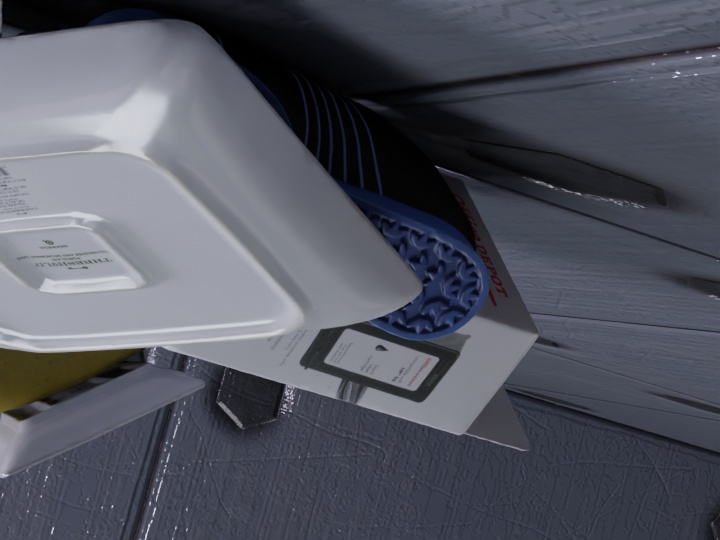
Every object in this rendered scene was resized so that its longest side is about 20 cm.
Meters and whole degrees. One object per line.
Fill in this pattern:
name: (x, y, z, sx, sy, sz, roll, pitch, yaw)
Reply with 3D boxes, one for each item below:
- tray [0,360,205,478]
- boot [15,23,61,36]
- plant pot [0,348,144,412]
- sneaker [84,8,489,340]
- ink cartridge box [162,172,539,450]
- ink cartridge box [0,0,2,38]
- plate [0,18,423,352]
tray: (-0.144, 0.070, 1.175, 0.107, 0.022, 0.200, -25, -176, -12)
boot: (-0.146, -0.048, 0.911, 0.095, 0.074, 0.200, -20, -179, 2)
plant pot: (-0.206, -0.013, 1.160, 0.199, 0.197, 0.194, -2, 178, -9)
sneaker: (-0.035, -0.045, 0.892, 0.200, 0.070, 0.078, 36, -162, -30)
ink cartridge box: (0.000, 0.000, 1.016, 0.199, 0.068, 0.116, 18, -149, -32)
ink cartridge box: (-0.204, -0.120, 0.717, 0.199, 0.041, 0.200, 15, 177, -9)
plate: (-0.104, -0.017, 0.819, 0.199, 0.032, 0.200, -4, 152, 24)
